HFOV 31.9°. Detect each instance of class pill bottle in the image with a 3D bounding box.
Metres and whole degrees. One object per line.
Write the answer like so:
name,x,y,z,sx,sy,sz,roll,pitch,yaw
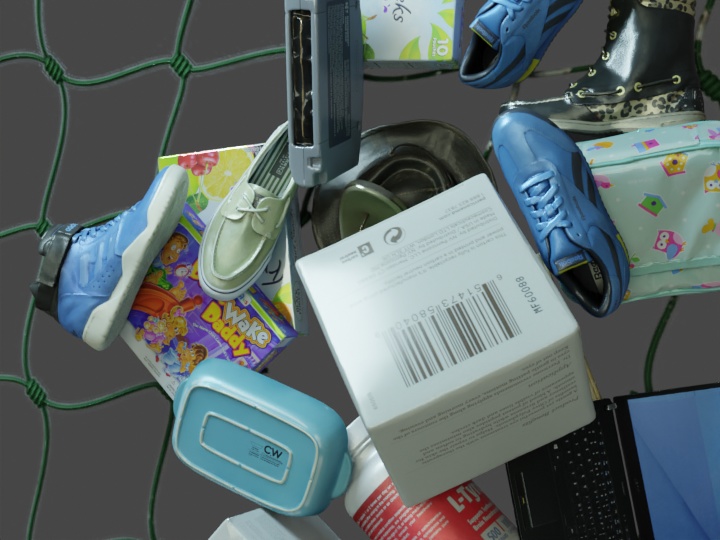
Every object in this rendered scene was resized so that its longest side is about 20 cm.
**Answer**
pill bottle,0.058,0.231,1.227,0.112,0.112,0.200,-46,77,7

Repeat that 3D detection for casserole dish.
casserole dish,-0.103,0.165,1.212,0.199,0.039,0.122,22,110,16

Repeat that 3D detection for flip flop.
flip flop,0.000,0.000,1.235,0.080,0.058,0.201,24,130,9

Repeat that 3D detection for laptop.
laptop,0.251,0.210,1.172,0.198,0.103,0.179,-10,88,-22

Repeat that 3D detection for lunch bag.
lunch bag,0.276,-0.048,1.185,0.198,0.077,0.162,-8,113,16

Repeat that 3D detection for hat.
hat,0.037,-0.065,1.269,0.199,0.081,0.203,-1,87,15

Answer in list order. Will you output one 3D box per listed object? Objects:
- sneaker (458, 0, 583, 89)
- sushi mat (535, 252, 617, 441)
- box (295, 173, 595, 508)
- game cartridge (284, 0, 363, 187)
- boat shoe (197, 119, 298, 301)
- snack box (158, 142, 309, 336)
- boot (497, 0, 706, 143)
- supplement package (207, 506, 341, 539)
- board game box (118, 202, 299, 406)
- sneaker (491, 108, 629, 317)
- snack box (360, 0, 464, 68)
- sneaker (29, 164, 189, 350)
sneaker,0.156,-0.253,1.204,0.066,0.078,0.201,52,135,25
sushi mat,0.174,0.089,1.258,0.095,0.012,0.202,-24,81,13
box,0.078,0.064,1.141,0.198,0.172,0.201,-25,53,-1
game cartridge,-0.032,-0.191,1.210,0.041,0.133,0.202,3,105,14
boat shoe,-0.104,-0.067,1.239,0.071,0.062,0.201,24,73,1
snack box,-0.133,-0.026,1.325,0.141,0.053,0.202,-6,86,16
boot,0.236,-0.202,1.233,0.201,0.073,0.155,1,84,9
supplement package,-0.073,0.343,1.208,0.191,0.200,0.147,43,98,14
board game box,-0.178,0.037,1.284,0.134,0.045,0.200,-44,79,11
sneaker,0.177,-0.050,1.114,0.066,0.079,0.201,-25,104,27
snack box,0.037,-0.311,1.293,0.141,0.053,0.202,3,88,14
sneaker,-0.255,-0.033,1.242,0.111,0.077,0.201,30,104,4
